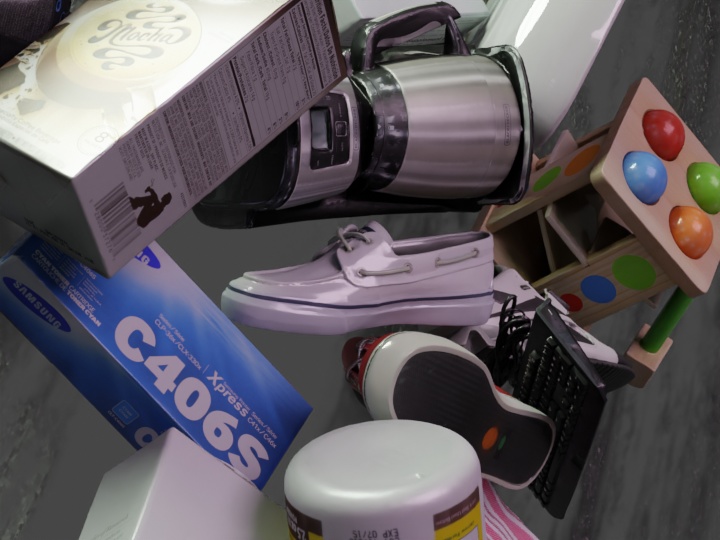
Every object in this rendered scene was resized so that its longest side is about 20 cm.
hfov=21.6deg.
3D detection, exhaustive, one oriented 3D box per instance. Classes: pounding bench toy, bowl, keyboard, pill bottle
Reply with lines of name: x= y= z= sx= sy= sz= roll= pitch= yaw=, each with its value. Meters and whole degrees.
pounding bench toy: x=0.213 y=-0.016 z=1.420 sx=0.200 sy=0.156 sz=0.124 roll=47 pitch=43 yaw=-17
bowl: x=0.128 y=-0.175 z=1.403 sx=0.074 sy=0.200 sz=0.201 roll=31 pitch=76 yaw=-6
keyboard: x=0.109 y=0.092 z=1.244 sx=0.039 sy=0.200 sz=0.104 roll=-23 pitch=63 yaw=-17
pill bottle: x=0.019 y=0.193 z=1.052 sx=0.109 sy=0.109 sz=0.201 roll=-33 pitch=123 yaw=-53

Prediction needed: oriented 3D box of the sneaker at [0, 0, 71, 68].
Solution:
sneaker: x=-0.174 y=-0.134 z=1.121 sx=0.200 sy=0.112 sz=0.073 roll=-6 pitch=39 yaw=-48

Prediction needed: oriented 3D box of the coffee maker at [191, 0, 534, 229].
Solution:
coffee maker: x=-0.016 y=-0.083 z=1.247 sx=0.199 sy=0.192 sz=0.135 roll=-4 pitch=69 yaw=-32

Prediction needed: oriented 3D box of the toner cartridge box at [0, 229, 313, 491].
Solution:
toner cartridge box: x=-0.124 y=0.047 z=1.112 sx=0.200 sy=0.043 sz=0.095 roll=47 pitch=37 yaw=-11

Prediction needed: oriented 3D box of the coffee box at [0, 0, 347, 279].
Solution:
coffee box: x=-0.117 y=-0.102 z=1.070 sx=0.200 sy=0.113 sz=0.080 roll=-43 pitch=141 yaw=-26

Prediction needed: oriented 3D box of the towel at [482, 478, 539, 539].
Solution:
towel: x=0.096 y=0.181 z=1.181 sx=0.146 sy=0.030 sz=0.200 roll=49 pitch=11 yaw=11

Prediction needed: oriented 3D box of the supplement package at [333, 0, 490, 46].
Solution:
supplement package: x=-0.027 y=-0.242 z=1.374 sx=0.155 sy=0.111 sz=0.201 roll=-11 pitch=71 yaw=-50

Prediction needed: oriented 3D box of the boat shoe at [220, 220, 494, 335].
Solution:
boat shoe: x=0.000 y=0.000 z=1.226 sx=0.199 sy=0.073 sz=0.067 roll=-2 pitch=104 yaw=-35

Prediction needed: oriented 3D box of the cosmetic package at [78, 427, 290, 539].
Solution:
cosmetic package: x=-0.109 y=0.194 z=0.999 sx=0.102 sy=0.074 sz=0.200 roll=40 pitch=38 yaw=-20

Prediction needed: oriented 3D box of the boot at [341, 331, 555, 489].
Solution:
boot: x=0.020 y=0.069 z=1.175 sx=0.144 sy=0.073 sz=0.200 roll=27 pitch=-4 yaw=34

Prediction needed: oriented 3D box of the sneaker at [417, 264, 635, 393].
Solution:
sneaker: x=0.122 y=0.039 z=1.359 sx=0.199 sy=0.074 sz=0.089 roll=18 pitch=53 yaw=-39
